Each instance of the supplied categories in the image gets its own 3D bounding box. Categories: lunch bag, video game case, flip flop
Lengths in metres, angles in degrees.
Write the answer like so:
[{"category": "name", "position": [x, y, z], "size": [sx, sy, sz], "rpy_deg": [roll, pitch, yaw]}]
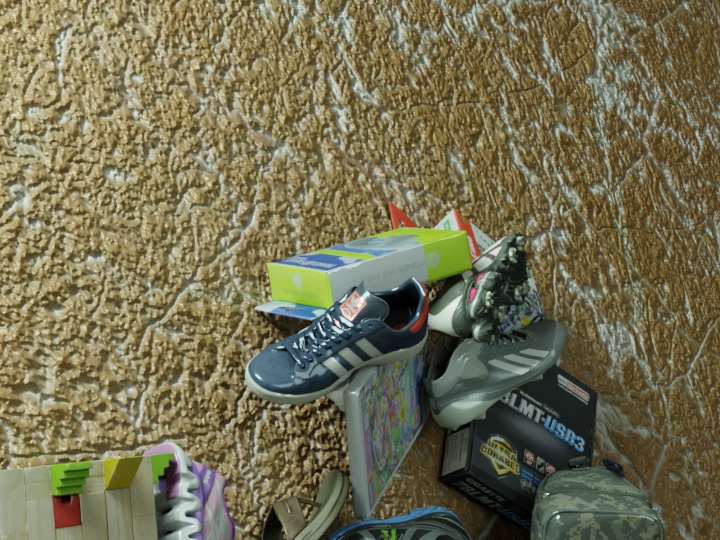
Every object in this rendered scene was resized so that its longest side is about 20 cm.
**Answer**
[{"category": "lunch bag", "position": [0.242, 0.315, 1.535], "size": [0.137, 0.168, 0.203], "rpy_deg": [0, 98, -2]}, {"category": "video game case", "position": [0.030, 0.135, 1.469], "size": [0.200, 0.018, 0.145], "rpy_deg": [-52, 142, -56]}, {"category": "flip flop", "position": [-0.071, 0.251, 1.364], "size": [0.057, 0.081, 0.200], "rpy_deg": [38, 47, 5]}]

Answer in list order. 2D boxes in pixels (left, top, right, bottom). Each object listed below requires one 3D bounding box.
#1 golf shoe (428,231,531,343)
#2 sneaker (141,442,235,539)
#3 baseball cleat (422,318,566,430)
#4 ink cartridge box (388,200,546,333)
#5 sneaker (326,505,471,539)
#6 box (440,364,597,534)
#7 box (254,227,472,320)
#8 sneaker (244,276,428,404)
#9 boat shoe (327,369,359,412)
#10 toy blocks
[{"category": "golf shoe", "position": [0.126, 0.012, 1.540], "size": [0.200, 0.087, 0.078], "rpy_deg": [-40, 123, -59]}, {"category": "sneaker", "position": [-0.147, 0.257, 1.284], "size": [0.088, 0.080, 0.203], "rpy_deg": [21, 57, -50]}, {"category": "baseball cleat", "position": [0.148, 0.087, 1.566], "size": [0.199, 0.069, 0.108], "rpy_deg": [-37, 119, -33]}, {"category": "ink cartridge box", "position": [0.122, -0.011, 1.652], "size": [0.199, 0.050, 0.109], "rpy_deg": [38, 21, -24]}, {"category": "sneaker", "position": [0.030, 0.286, 1.405], "size": [0.198, 0.072, 0.083], "rpy_deg": [-12, 35, -31]}, {"category": "box", "position": [0.185, 0.187, 1.653], "size": [0.199, 0.049, 0.200], "rpy_deg": [34, 52, -29]}, {"category": "box", "position": [0.000, 0.000, 1.476], "size": [0.198, 0.121, 0.048], "rpy_deg": [-16, 102, -32]}, {"category": "sneaker", "position": [-0.019, 0.056, 1.356], "size": [0.198, 0.085, 0.075], "rpy_deg": [-22, 53, -31]}, {"category": "boat shoe", "position": [0.019, 0.071, 1.534], "size": [0.066, 0.071, 0.201], "rpy_deg": [57, 40, -21]}, {"category": "toy blocks", "position": [-0.243, 0.230, 1.201], "size": [0.198, 0.099, 0.139], "rpy_deg": [1, 81, -43]}]
